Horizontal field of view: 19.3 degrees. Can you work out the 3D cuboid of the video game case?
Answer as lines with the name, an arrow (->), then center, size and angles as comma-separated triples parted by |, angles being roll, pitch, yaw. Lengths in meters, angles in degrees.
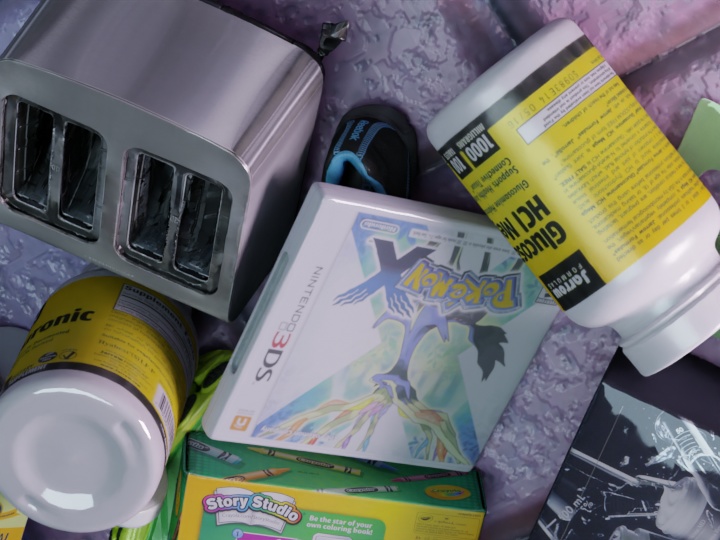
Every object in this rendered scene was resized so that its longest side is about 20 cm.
video game case -> 0.023, 0.041, 1.315 | 0.200, 0.022, 0.183 | 10, 120, -31

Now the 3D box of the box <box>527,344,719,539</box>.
box -> 0.204, 0.169, 1.327 | 0.182, 0.104, 0.200 | 25, 114, 9

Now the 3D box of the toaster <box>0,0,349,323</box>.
toaster -> -0.123, -0.083, 1.296 | 0.180, 0.119, 0.200 | 23, 139, 7

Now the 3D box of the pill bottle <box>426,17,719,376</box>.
pill bottle -> 0.140, -0.041, 1.256 | 0.112, 0.112, 0.200 | -39, 89, 25

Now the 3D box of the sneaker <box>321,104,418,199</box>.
sneaker -> 0.000, 0.000, 1.341 | 0.073, 0.082, 0.201 | 0, 110, 16

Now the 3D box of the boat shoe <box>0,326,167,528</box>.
boat shoe -> -0.196, 0.117, 1.423 | 0.200, 0.071, 0.064 | 43, 132, 38

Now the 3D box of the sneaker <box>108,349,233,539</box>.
sneaker -> -0.111, 0.141, 1.444 | 0.083, 0.074, 0.200 | 16, 112, -18

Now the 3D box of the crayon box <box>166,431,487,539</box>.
crayon box -> -0.027, 0.182, 1.394 | 0.199, 0.058, 0.119 | 8, 114, -7

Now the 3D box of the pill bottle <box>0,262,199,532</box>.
pill bottle -> -0.163, 0.067, 1.344 | 0.111, 0.200, 0.112 | 3, 117, 5

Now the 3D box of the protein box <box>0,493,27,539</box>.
protein box -> -0.326, 0.152, 1.410 | 0.135, 0.200, 0.199 | 3, 121, -31

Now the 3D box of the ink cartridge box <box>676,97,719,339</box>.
ink cartridge box -> 0.268, 0.002, 1.278 | 0.200, 0.048, 0.146 | 24, 115, 5
